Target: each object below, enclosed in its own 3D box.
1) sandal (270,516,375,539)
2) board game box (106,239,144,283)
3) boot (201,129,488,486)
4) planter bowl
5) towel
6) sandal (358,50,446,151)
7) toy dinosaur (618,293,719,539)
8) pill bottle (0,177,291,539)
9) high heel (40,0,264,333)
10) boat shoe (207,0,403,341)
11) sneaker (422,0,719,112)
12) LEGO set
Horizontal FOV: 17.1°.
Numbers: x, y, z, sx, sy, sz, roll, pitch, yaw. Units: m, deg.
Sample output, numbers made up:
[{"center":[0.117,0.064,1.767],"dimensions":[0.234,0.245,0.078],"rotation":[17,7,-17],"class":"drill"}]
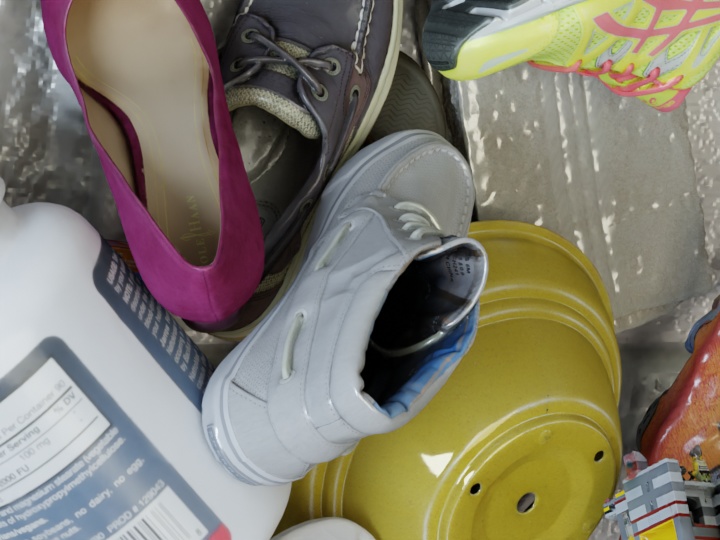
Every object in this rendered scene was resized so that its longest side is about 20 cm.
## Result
[{"center":[-0.079,0.177,1.029],"dimensions":[0.207,0.059,0.079],"rotation":[-49,132,-1],"class":"sandal"},{"center":[-0.178,0.029,0.991],"dimensions":[0.200,0.019,0.103],"rotation":[8,98,-32],"class":"board game box"},{"center":[0.020,0.005,0.950],"dimensions":[0.074,0.096,0.200],"rotation":[49,46,-20],"class":"boot"},{"center":[0.054,0.085,1.071],"dimensions":[0.200,0.083,0.200],"rotation":[-18,128,-24],"class":"planter bowl"},{"center":[0.098,-0.061,1.124],"dimensions":[0.132,0.034,0.200],"rotation":[-18,109,-27],"class":"towel"},{"center":[0.000,0.000,1.067],"dimensions":[0.082,0.055,0.200],"rotation":[10,98,-31],"class":"sandal"},{"center":[0.179,0.065,1.129],"dimensions":[0.200,0.105,0.182],"rotation":[-37,142,-41],"class":"toy dinosaur"},{"center":[-0.130,0.044,0.938],"dimensions":[0.120,0.120,0.200],"rotation":[-44,113,-14],"class":"pill bottle"},{"center":[-0.081,-0.075,0.938],"dimensions":[0.067,0.096,0.200],"rotation":[-22,79,-7],"class":"high heel"},{"center":[-0.033,-0.068,1.010],"dimensions":[0.072,0.065,0.200],"rotation":[20,89,8],"class":"boat shoe"},{"center":[0.118,-0.108,1.062],"dimensions":[0.200,0.078,0.090],"rotation":[-20,112,-26],"class":"sneaker"},{"center":[0.158,0.147,1.085],"dimensions":[0.200,0.154,0.116],"rotation":[4,64,-29],"class":"LEGO set"}]
